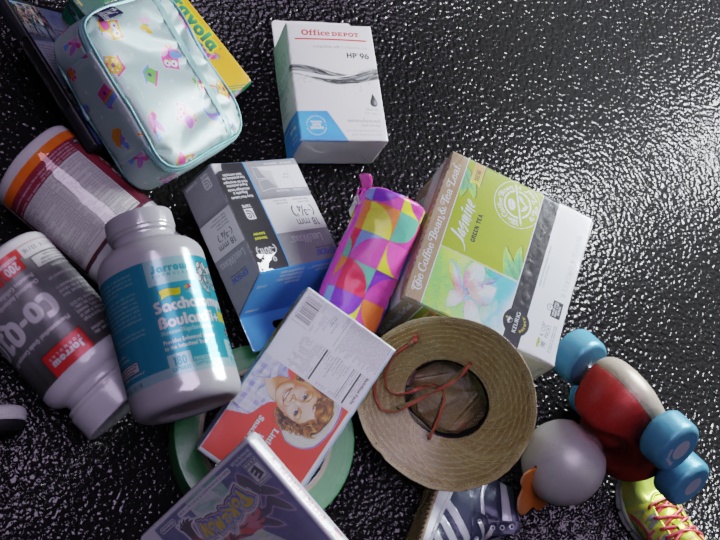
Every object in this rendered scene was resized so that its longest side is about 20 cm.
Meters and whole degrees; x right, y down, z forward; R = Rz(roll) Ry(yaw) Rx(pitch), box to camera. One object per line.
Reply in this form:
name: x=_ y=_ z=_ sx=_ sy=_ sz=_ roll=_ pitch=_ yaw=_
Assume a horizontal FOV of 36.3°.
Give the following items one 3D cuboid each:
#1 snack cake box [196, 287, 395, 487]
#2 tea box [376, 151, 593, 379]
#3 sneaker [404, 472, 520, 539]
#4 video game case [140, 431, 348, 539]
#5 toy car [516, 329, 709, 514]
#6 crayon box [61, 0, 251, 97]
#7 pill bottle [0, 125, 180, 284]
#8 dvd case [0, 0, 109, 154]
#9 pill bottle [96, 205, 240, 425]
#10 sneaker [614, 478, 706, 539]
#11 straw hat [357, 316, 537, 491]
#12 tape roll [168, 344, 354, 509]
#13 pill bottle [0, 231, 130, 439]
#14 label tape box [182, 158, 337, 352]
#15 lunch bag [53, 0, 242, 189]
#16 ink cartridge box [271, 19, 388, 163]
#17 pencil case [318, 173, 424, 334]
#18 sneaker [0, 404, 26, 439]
snack cake box: x=-0.067 y=0.132 z=1.138 sx=0.115 sy=0.067 sz=0.201 roll=36 pitch=80 yaw=-5
tea box: x=0.142 y=0.006 z=1.301 sx=0.195 sy=0.134 sz=0.202 roll=23 pitch=65 yaw=-8
sneaker: x=0.107 y=0.306 z=1.213 sx=0.108 sy=0.070 sz=0.201 roll=28 pitch=61 yaw=-5
video game case: x=-0.106 y=0.283 z=1.089 sx=0.182 sy=0.200 sz=0.023 roll=48 pitch=30 yaw=4
toy car: x=0.253 y=0.209 z=1.245 sx=0.200 sy=0.177 sz=0.184 roll=-39 pitch=49 yaw=-5
crayon box: x=-0.238 y=-0.260 z=1.293 sx=0.119 sy=0.058 sz=0.200 roll=-44 pitch=101 yaw=-27
pill bottle: x=-0.284 y=-0.054 z=1.193 sx=0.200 sy=0.110 sz=0.110 roll=40 pitch=63 yaw=-1
dvd case: x=-0.316 y=-0.215 z=1.241 sx=0.017 sy=0.143 sz=0.201 roll=-35 pitch=83 yaw=18
pill bottle: x=-0.194 y=0.042 z=1.083 sx=0.110 sy=0.111 sz=0.202 roll=-13 pitch=76 yaw=-22
sneaker: x=0.370 y=0.311 z=1.289 sx=0.077 sy=0.090 sz=0.202 roll=-16 pitch=75 yaw=-21
straw hat: x=0.098 y=0.141 z=1.233 sx=0.199 sy=0.085 sz=0.203 roll=0 pitch=91 yaw=7
tape roll: x=-0.108 y=0.184 z=1.198 sx=0.198 sy=0.048 sz=0.203 roll=6 pitch=69 yaw=-17
pill bottle: x=-0.309 y=0.068 z=1.136 sx=0.200 sy=0.114 sz=0.114 roll=47 pitch=63 yaw=3
label tape box: x=-0.096 y=-0.023 z=1.239 sx=0.144 sy=0.063 sz=0.201 roll=-12 pitch=72 yaw=-52
lunch bag: x=-0.225 y=-0.203 z=1.195 sx=0.160 sy=0.077 sz=0.201 roll=-37 pitch=101 yaw=-45
ink cartridge box: x=-0.041 y=-0.238 z=1.367 sx=0.115 sy=0.068 sz=0.202 roll=-2 pitch=71 yaw=-20
pencil case: x=0.000 y=0.000 z=1.232 sx=0.088 sy=0.088 sz=0.202 roll=21 pitch=84 yaw=-10
sneaker: x=-0.421 y=0.203 z=1.077 sx=0.198 sy=0.073 sz=0.113 roll=-11 pitch=77 yaw=-13
